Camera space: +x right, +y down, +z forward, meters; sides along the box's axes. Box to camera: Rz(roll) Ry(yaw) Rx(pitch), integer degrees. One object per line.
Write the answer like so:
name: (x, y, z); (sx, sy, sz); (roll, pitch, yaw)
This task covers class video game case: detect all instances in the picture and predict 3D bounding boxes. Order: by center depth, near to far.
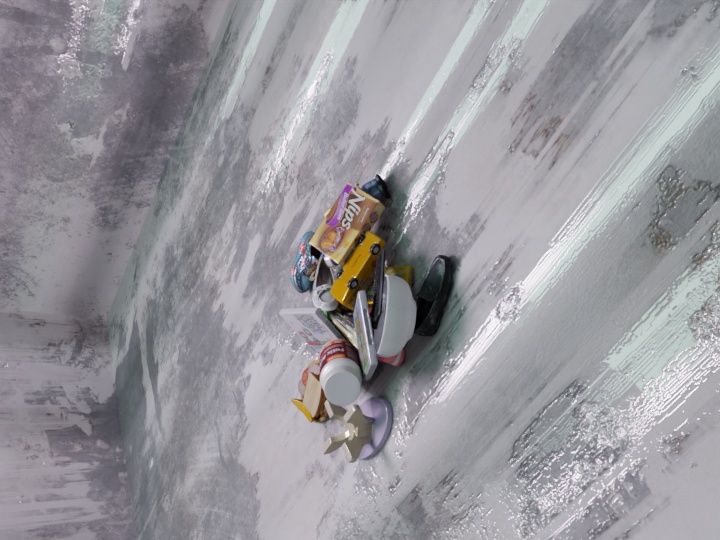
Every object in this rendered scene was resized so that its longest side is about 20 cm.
video game case: (0.010, 0.170, 1.454); (0.201, 0.022, 0.185); (101, 160, -69)
video game case: (-0.131, 0.180, 1.689); (0.198, 0.183, 0.024); (-5, 40, 52)

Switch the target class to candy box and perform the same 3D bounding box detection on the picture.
candy box: (0.050, 0.043, 1.545); (0.197, 0.026, 0.104); (-4, 66, 38)
candy box: (-0.036, -0.124, 1.562); (0.116, 0.056, 0.202); (34, 91, 26)

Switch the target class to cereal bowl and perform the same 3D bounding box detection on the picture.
cereal bowl: (0.086, 0.113, 1.392); (0.200, 0.082, 0.204); (-173, 90, -85)

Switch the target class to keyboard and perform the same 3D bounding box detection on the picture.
keyboard: (0.041, 0.056, 1.448); (0.128, 0.020, 0.203); (103, 174, -52)

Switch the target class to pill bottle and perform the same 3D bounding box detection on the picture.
pill bottle: (-0.054, 0.271, 1.533); (0.200, 0.112, 0.116); (-110, 39, -74)

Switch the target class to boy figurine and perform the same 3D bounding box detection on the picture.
boy figurine: (-0.013, -0.188, 1.638); (0.198, 0.064, 0.126); (-32, 56, 17)

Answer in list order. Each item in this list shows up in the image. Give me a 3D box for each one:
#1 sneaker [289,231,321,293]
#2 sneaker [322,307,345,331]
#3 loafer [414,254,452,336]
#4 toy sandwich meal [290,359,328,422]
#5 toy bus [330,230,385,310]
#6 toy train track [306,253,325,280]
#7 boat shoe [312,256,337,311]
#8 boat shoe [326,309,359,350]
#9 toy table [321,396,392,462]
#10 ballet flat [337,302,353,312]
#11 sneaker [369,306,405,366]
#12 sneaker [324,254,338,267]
sneaker: (-0.166, -0.024, 1.847); (0.095, 0.078, 0.204); (14, 94, 50)
sneaker: (-0.106, 0.103, 1.742); (0.084, 0.073, 0.202); (-43, 50, 32)
loafer: (0.172, 0.061, 1.392); (0.068, 0.070, 0.204); (20, 98, 49)
toy sandwich meal: (-0.144, 0.367, 1.732); (0.204, 0.069, 0.209); (-16, 69, 50)
toy bus: (0.000, 0.000, 1.535); (0.065, 0.078, 0.202); (34, 92, 45)
toy train track: (-0.105, -0.038, 1.758); (0.032, 0.114, 0.201); (37, 126, 11)
boat shoe: (-0.103, 0.042, 1.658); (0.203, 0.073, 0.066); (-94, 4, -55)
boat shoe: (-0.019, 0.161, 1.610); (0.066, 0.072, 0.201); (-45, 59, -2)
toy table: (-0.015, 0.418, 1.517); (0.184, 0.116, 0.203); (46, 118, 47)
ballet flat: (-0.025, 0.022, 1.654); (0.067, 0.074, 0.204); (19, 96, 54)
sneaker: (0.051, 0.156, 1.515); (0.074, 0.086, 0.202); (-49, 46, 33)
sneaker: (-0.026, -0.093, 1.658); (0.107, 0.070, 0.202); (-14, 37, 33)
